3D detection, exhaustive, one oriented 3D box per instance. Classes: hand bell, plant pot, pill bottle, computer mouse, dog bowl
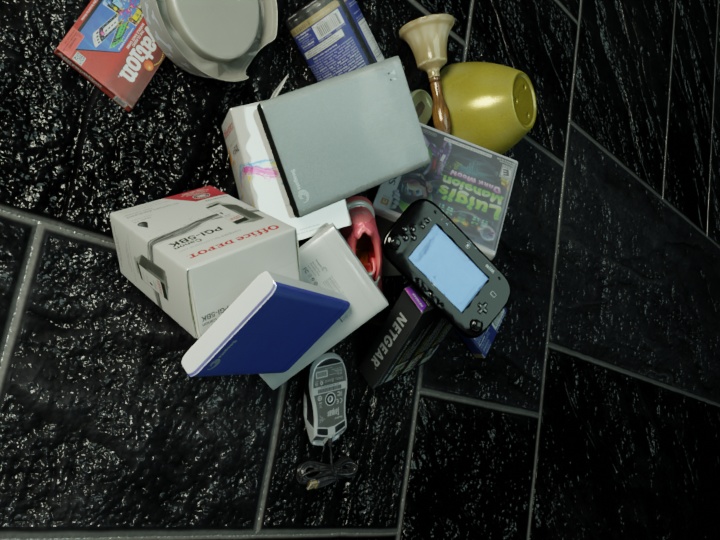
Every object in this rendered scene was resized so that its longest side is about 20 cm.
[{"bbox_3d":[0.134,-0.332,1.026,0.102,0.103,0.208,-13,94,-39],"label":"hand bell"},{"bbox_3d":[0.247,-0.303,1.086,0.196,0.139,0.208,3,85,-47],"label":"plant pot"},{"bbox_3d":[-0.021,-0.322,0.892,0.112,0.110,0.203,-46,116,-32],"label":"pill bottle"},{"bbox_3d":[-0.054,0.226,0.883,0.107,0.043,0.208,-4,96,-36],"label":"computer mouse"},{"bbox_3d":[-0.198,-0.351,0.754,0.197,0.057,0.208,-9,102,-51],"label":"dog bowl"}]

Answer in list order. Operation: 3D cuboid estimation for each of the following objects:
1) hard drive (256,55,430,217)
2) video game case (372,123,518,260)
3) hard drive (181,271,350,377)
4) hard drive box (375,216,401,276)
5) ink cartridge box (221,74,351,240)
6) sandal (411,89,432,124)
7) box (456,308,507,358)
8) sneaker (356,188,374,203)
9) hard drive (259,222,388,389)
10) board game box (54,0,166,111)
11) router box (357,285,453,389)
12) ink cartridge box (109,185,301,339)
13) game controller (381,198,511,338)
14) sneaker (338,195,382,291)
[{"bbox_3d":[-0.017,-0.170,0.727,0.195,0.033,0.144,-24,101,-18],"label":"hard drive"},{"bbox_3d":[0.133,-0.129,0.881,0.194,0.024,0.186,21,62,2],"label":"video game case"},{"bbox_3d":[-0.097,0.068,0.657,0.132,0.026,0.199,-45,160,9],"label":"hard drive"},{"bbox_3d":[0.110,-0.092,0.965,0.077,0.153,0.203,47,59,-26],"label":"hard drive box"},{"bbox_3d":[-0.107,-0.144,0.781,0.122,0.128,0.207,-17,98,-18],"label":"ink cartridge box"},{"bbox_3d":[0.088,-0.248,1.014,0.080,0.056,0.205,44,59,-34],"label":"sandal"},{"bbox_3d":[0.211,0.057,1.122,0.202,0.032,0.122,52,57,-27],"label":"box"},{"bbox_3d":[-0.003,-0.127,0.852,0.071,0.200,0.116,-15,97,0],"label":"sneaker"},{"bbox_3d":[-0.077,0.051,0.759,0.198,0.027,0.133,-36,110,6],"label":"hard drive"},{"bbox_3d":[-0.284,-0.315,0.726,0.102,0.019,0.205,37,65,-34],"label":"board game box"},{"bbox_3d":[0.093,0.092,0.923,0.146,0.203,0.051,-18,57,-40],"label":"router box"},{"bbox_3d":[-0.181,-0.021,0.673,0.144,0.197,0.086,-24,126,-38],"label":"ink cartridge box"},{"bbox_3d":[0.122,-0.003,0.812,0.200,0.042,0.105,44,92,-7],"label":"game controller"},{"bbox_3d":[0.000,0.000,0.842,0.071,0.088,0.205,-11,125,-6],"label":"sneaker"}]
